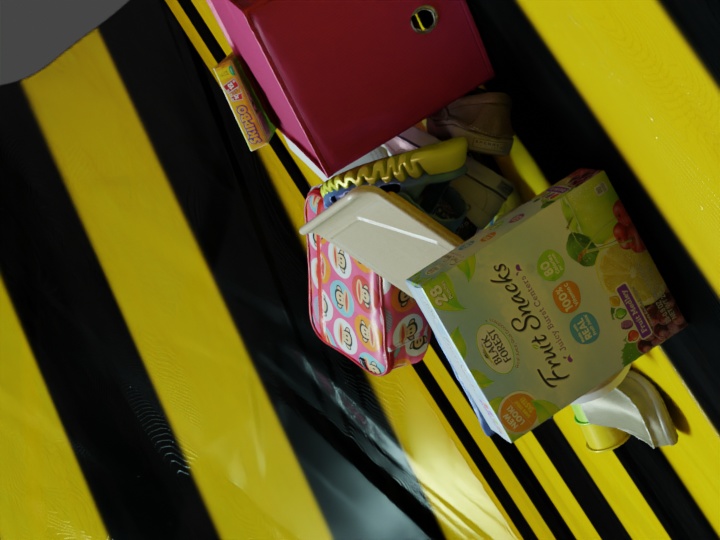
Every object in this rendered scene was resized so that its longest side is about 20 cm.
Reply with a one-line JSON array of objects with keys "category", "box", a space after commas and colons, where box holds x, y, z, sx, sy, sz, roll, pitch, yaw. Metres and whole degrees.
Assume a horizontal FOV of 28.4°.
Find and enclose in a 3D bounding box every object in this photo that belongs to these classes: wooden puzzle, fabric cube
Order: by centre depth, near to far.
[{"category": "wooden puzzle", "box": [0.053, -0.020, 1.393, 0.199, 0.037, 0.185, 29, 162, -12]}, {"category": "fabric cube", "box": [-0.019, -0.247, 1.415, 0.197, 0.199, 0.200, 63, 172, -31]}]

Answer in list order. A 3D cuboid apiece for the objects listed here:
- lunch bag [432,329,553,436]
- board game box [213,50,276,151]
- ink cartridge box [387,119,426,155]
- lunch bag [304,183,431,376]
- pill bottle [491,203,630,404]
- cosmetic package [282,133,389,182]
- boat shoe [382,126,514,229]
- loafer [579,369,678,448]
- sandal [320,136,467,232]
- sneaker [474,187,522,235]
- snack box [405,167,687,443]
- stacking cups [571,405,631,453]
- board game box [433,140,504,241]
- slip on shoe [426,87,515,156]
[{"category": "lunch bag", "box": [0.186, 0.101, 1.768, 0.201, 0.132, 0.136, 62, -167, -13]}, {"category": "board game box", "box": [-0.120, -0.196, 1.572, 0.200, 0.030, 0.096, -75, -38, -74]}, {"category": "ink cartridge box", "box": [0.040, -0.185, 1.756, 0.201, 0.083, 0.145, 59, 173, -1]}, {"category": "lunch bag", "box": [0.000, 0.000, 1.582, 0.176, 0.082, 0.201, 32, 133, 46]}, {"category": "pill bottle", "box": [0.199, 0.032, 1.458, 0.201, 0.111, 0.111, 62, 172, -34]}, {"category": "cosmetic package", "box": [-0.049, -0.183, 1.718, 0.113, 0.081, 0.200, 62, 171, -29]}, {"category": "boat shoe", "box": [0.066, -0.102, 1.474, 0.200, 0.070, 0.071, 33, -176, 32]}, {"category": "loafer", "box": [0.279, 0.145, 1.571, 0.076, 0.068, 0.200, 61, 173, -28]}, {"category": "sandal", "box": [0.035, -0.072, 1.419, 0.200, 0.079, 0.088, -8, 103, 52]}, {"category": "sneaker", "box": [0.124, -0.002, 1.554, 0.076, 0.105, 0.201, 38, -130, -55]}, {"category": "snack box", "box": [0.169, 0.030, 1.291, 0.169, 0.199, 0.068, 58, 174, -11]}, {"category": "stacking cups", "box": [0.260, 0.117, 1.686, 0.201, 0.060, 0.060, 65, 171, -17]}, {"category": "board game box", "box": [0.113, -0.054, 1.601, 0.201, 0.135, 0.028, 59, 174, -9]}, {"category": "slip on shoe", "box": [0.114, -0.159, 1.462, 0.200, 0.076, 0.061, -115, 34, -79]}]
